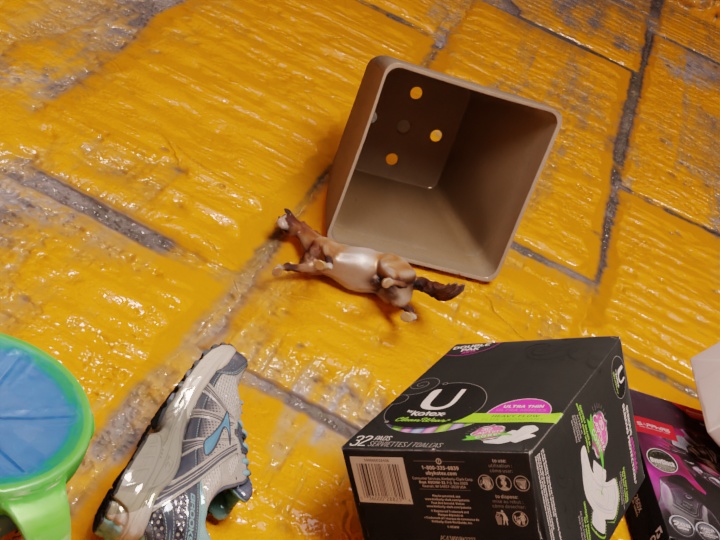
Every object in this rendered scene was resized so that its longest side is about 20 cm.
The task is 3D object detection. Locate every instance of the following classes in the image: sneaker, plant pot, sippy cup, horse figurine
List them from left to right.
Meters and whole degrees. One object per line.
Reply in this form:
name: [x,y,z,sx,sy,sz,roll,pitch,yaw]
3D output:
sippy cup: [-0.239,0.124,0.656,0.139,0.130,0.178,13,33,-20]
sneaker: [-0.116,0.134,0.803,0.086,0.078,0.200,34,37,-7]
horse figurine: [0.000,0.000,1.085,0.200,0.050,0.133,17,13,3]
plant pot: [0.070,-0.131,1.225,0.200,0.200,0.177,13,22,-18]

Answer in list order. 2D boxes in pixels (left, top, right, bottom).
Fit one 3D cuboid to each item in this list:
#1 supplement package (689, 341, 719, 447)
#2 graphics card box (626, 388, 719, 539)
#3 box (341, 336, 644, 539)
supplement package: [0.412,0.149,1.016,0.200,0.121,0.120,48,24,-17]
graphics card box: [0.295,0.196,1.004,0.125,0.051,0.200,18,32,-12]
box: [0.105,0.142,0.825,0.148,0.124,0.200,-4,16,32]
